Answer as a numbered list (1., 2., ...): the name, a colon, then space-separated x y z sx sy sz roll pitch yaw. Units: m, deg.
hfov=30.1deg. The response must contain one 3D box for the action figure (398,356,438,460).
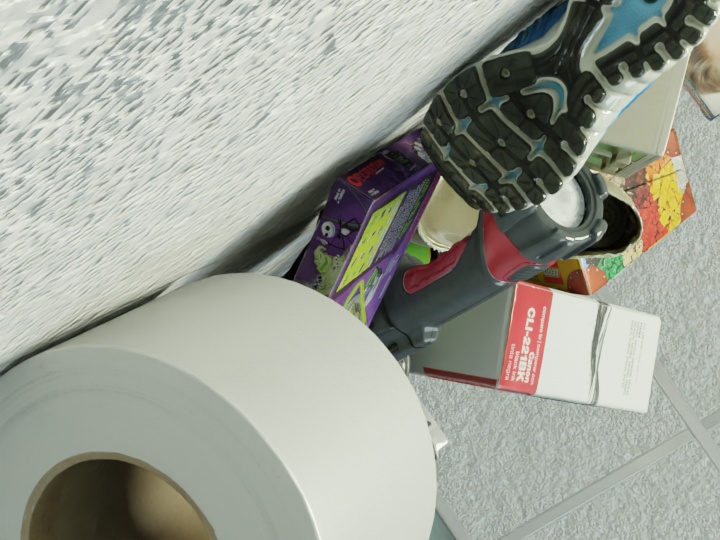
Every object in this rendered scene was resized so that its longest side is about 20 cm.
1. action figure: -0.018 0.071 0.993 0.199 0.104 0.118 19 -169 41

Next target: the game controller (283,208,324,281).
1. game controller: -0.054 0.049 0.828 0.201 0.042 0.104 -58 180 -18

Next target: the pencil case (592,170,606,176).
1. pencil case: 0.139 -0.092 1.008 0.199 0.087 0.082 -35 -162 -22

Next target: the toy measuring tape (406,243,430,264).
1. toy measuring tape: 0.000 0.000 1.026 0.073 0.074 0.200 -33 176 -37

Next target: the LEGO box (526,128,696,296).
1. LEGO box: 0.157 -0.055 1.135 0.148 0.078 0.199 -34 -156 -30

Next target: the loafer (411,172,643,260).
1. loafer: 0.112 -0.045 0.907 0.197 0.077 0.068 0 -170 -29

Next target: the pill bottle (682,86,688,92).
1. pill bottle: 0.326 -0.211 1.057 0.199 0.111 0.111 -34 177 -32

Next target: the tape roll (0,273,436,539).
1. tape roll: -0.078 0.115 0.642 0.202 0.204 0.139 -37 176 26

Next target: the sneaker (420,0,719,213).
1. sneaker: 0.114 -0.101 0.679 0.199 0.079 0.090 -38 180 37

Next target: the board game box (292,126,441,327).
1. board game box: -0.015 0.019 0.776 0.120 0.032 0.202 -30 150 -57

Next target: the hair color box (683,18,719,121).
1. hair color box: 0.285 -0.198 0.879 0.199 0.101 0.060 -37 176 11

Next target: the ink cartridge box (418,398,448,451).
1. ink cartridge box: -0.036 0.120 1.226 0.160 0.201 0.050 -33 177 -30

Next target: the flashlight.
1. flashlight: 0.062 -0.011 0.808 0.199 0.068 0.068 -31 -162 52

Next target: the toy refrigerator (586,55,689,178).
1. toy refrigerator: 0.147 -0.099 0.832 0.200 0.075 0.071 -2 106 -85

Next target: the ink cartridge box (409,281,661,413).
1. ink cartridge box: 0.127 0.057 1.079 0.198 0.085 0.143 12 176 -43

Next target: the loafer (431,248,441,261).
1. loafer: 0.014 -0.001 1.137 0.071 0.073 0.200 -32 175 -40
